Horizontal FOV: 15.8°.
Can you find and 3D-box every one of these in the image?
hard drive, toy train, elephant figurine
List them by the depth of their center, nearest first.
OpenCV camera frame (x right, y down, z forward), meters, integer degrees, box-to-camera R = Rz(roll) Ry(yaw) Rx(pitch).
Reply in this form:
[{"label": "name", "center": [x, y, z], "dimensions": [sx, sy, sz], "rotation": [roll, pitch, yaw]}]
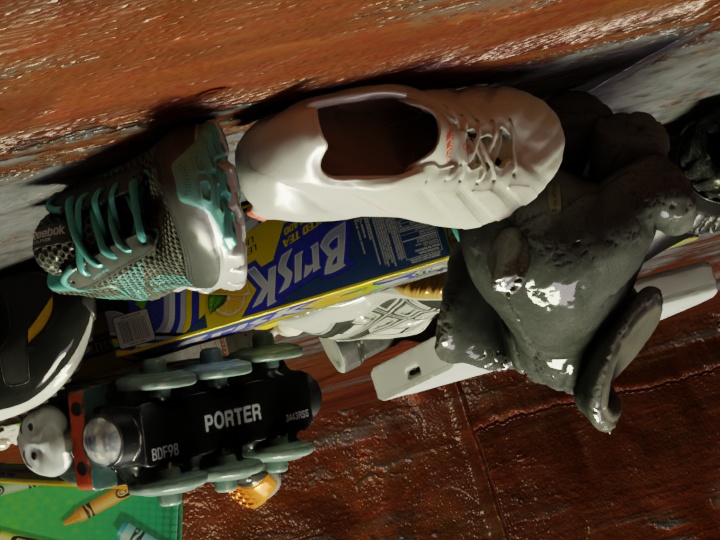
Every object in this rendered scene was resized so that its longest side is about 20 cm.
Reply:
[{"label": "elephant figurine", "center": [0.111, 0.019, 1.394], "dimensions": [0.154, 0.142, 0.201], "rotation": [-14, 132, -17]}, {"label": "toy train", "center": [-0.109, 0.088, 1.520], "dimensions": [0.113, 0.086, 0.200], "rotation": [-6, -177, 35]}, {"label": "hard drive", "center": [0.120, 0.040, 1.720], "dimensions": [0.199, 0.026, 0.132], "rotation": [-14, 173, -24]}]

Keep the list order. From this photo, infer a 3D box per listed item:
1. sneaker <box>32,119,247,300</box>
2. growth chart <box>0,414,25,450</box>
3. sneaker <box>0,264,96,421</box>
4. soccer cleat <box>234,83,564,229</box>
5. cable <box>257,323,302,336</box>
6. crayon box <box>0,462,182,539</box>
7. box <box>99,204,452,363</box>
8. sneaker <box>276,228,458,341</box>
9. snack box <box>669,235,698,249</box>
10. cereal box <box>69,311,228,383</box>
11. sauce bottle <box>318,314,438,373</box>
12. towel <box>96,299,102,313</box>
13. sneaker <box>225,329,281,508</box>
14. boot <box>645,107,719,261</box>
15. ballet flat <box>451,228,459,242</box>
[{"label": "sneaker", "center": [-0.105, -0.017, 1.198], "dimensions": [0.091, 0.078, 0.200], "rotation": [-11, 171, -13]}, {"label": "growth chart", "center": [-0.206, 0.093, 1.612], "dimensions": [0.144, 0.018, 0.200], "rotation": [-13, 174, 18]}, {"label": "sneaker", "center": [-0.237, 0.049, 1.457], "dimensions": [0.200, 0.070, 0.090], "rotation": [-28, 152, 32]}, {"label": "soccer cleat", "center": [0.032, -0.056, 1.227], "dimensions": [0.199, 0.070, 0.077], "rotation": [-8, 167, -39]}, {"label": "cable", "center": [0.000, 0.000, 1.723], "dimensions": [0.097, 0.051, 0.200], "rotation": [-10, 172, -38]}, {"label": "crayon box", "center": [-0.209, 0.148, 1.557], "dimensions": [0.199, 0.059, 0.119], "rotation": [3, 180, -7]}, {"label": "box", "center": [-0.049, -0.005, 1.481], "dimensions": [0.199, 0.065, 0.070], "rotation": [-16, 174, 3]}, {"label": "sneaker", "center": [0.034, -0.001, 1.607], "dimensions": [0.199, 0.076, 0.088], "rotation": [-9, 155, 33]}, {"label": "snack box", "center": [0.134, -0.012, 1.966], "dimensions": [0.142, 0.053, 0.200], "rotation": [-9, 171, -42]}, {"label": "cereal box", "center": [-0.178, 0.063, 1.662], "dimensions": [0.143, 0.040, 0.200], "rotation": [-16, 173, 12]}, {"label": "sauce bottle", "center": [0.065, 0.006, 1.731], "dimensions": [0.199, 0.065, 0.065], "rotation": [-26, 177, -15]}, {"label": "towel", "center": [-0.195, 0.028, 1.599], "dimensions": [0.146, 0.022, 0.200], "rotation": [-18, 174, 15]}, {"label": "sneaker", "center": [-0.090, 0.078, 1.780], "dimensions": [0.092, 0.200, 0.076], "rotation": [-35, 132, -2]}, {"label": "boot", "center": [0.193, -0.048, 1.644], "dimensions": [0.210, 0.080, 0.158], "rotation": [-26, -177, -11]}, {"label": "ballet flat", "center": [0.116, -0.053, 1.506], "dimensions": [0.063, 0.068, 0.200], "rotation": [-24, 178, 29]}]
